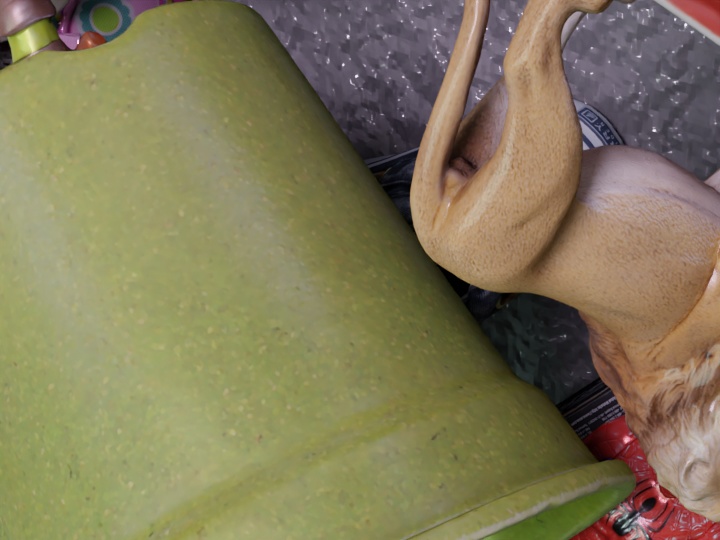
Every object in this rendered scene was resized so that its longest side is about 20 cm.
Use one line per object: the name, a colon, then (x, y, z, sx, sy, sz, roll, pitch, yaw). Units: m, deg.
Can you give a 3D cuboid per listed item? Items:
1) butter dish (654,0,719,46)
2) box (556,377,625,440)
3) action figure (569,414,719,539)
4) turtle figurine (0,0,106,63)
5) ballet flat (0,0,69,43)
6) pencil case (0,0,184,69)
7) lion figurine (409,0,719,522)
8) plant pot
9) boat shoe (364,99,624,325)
butter dish: (0.155, -0.102, 0.578, 0.199, 0.200, 0.148, 33, 103, -5)
box: (0.108, 0.117, 0.835, 0.158, 0.050, 0.200, 53, 138, 3)
action figure: (0.067, 0.105, 0.795, 0.066, 0.052, 0.200, 51, 135, 11)
turtle figurine: (-0.115, -0.138, 0.731, 0.161, 0.064, 0.201, -19, 91, 40)
ballet flat: (-0.095, -0.137, 0.812, 0.200, 0.068, 0.069, -45, 60, 22)
pencil case: (-0.151, -0.095, 0.918, 0.199, 0.087, 0.088, 13, 123, 39)
lion figurine: (0.071, -0.011, 0.653, 0.199, 0.073, 0.123, 27, 107, -26)
plant pot: (-0.048, 0.030, 0.706, 0.200, 0.200, 0.185, -41, 73, 48)
boat shoe: (0.000, 0.000, 0.832, 0.200, 0.091, 0.071, -28, 94, 48)
